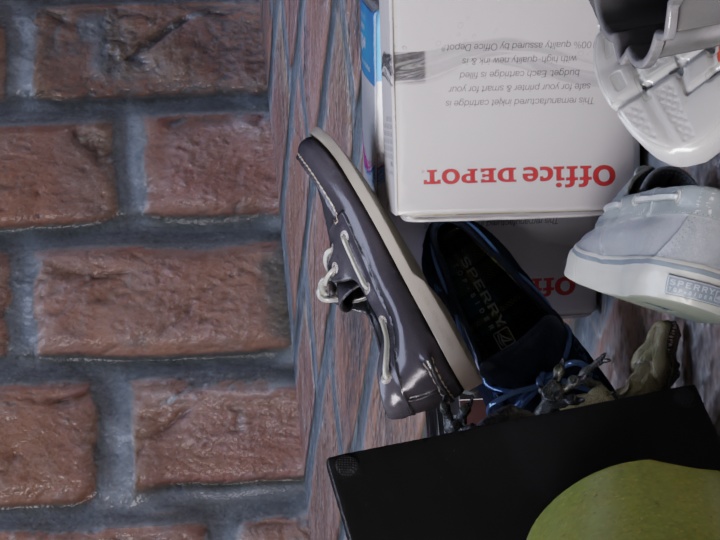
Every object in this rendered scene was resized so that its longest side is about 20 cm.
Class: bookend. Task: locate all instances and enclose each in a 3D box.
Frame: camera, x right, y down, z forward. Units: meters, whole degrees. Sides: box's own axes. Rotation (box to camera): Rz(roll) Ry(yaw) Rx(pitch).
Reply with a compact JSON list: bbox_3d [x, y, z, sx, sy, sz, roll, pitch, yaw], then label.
[{"bbox_3d":[0.082,0.168,1.077,0.201,0.197,0.093,96,159,-53],"label":"bookend"}]

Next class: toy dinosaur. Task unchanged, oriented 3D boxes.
[{"bbox_3d":[0.089,0.086,1.089,0.048,0.199,0.088,58,-178,34],"label":"toy dinosaur"}]

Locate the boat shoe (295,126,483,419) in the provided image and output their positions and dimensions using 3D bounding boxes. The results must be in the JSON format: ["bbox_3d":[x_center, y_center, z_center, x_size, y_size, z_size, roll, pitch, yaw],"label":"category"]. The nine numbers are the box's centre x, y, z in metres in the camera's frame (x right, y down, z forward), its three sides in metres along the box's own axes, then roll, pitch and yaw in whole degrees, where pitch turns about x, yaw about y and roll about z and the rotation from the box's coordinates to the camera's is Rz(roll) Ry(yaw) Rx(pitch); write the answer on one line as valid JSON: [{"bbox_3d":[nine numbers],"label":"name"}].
[{"bbox_3d":[0.000,0.000,1.207,0.201,0.062,0.073,60,-176,30],"label":"boat shoe"}]

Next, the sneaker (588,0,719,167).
[{"bbox_3d":[0.156,-0.117,1.034,0.082,0.076,0.201,57,-162,-44],"label":"sneaker"}]

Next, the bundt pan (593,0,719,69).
[{"bbox_3d":[0.154,-0.190,0.909,0.202,0.075,0.204,178,90,-83],"label":"bundt pan"}]

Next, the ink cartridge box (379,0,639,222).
[{"bbox_3d":[0.084,-0.133,1.202,0.083,0.145,0.202,-139,47,-82],"label":"ink cartridge box"}]

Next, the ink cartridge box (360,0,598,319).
[{"bbox_3d":[0.074,-0.072,1.305,0.085,0.143,0.202,-122,30,-75],"label":"ink cartridge box"}]

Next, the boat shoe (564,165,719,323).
[{"bbox_3d":[0.156,-0.016,1.045,0.201,0.069,0.072,-161,89,-84],"label":"boat shoe"}]

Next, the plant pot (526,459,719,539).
[{"bbox_3d":[0.131,0.182,0.874,0.185,0.198,0.202,-80,-7,-63],"label":"plant pot"}]

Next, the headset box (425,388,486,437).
[{"bbox_3d":[0.096,0.145,1.473,0.149,0.076,0.202,111,157,-72],"label":"headset box"}]

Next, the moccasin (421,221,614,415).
[{"bbox_3d":[0.091,0.054,1.213,0.200,0.080,0.068,51,180,19],"label":"moccasin"}]
